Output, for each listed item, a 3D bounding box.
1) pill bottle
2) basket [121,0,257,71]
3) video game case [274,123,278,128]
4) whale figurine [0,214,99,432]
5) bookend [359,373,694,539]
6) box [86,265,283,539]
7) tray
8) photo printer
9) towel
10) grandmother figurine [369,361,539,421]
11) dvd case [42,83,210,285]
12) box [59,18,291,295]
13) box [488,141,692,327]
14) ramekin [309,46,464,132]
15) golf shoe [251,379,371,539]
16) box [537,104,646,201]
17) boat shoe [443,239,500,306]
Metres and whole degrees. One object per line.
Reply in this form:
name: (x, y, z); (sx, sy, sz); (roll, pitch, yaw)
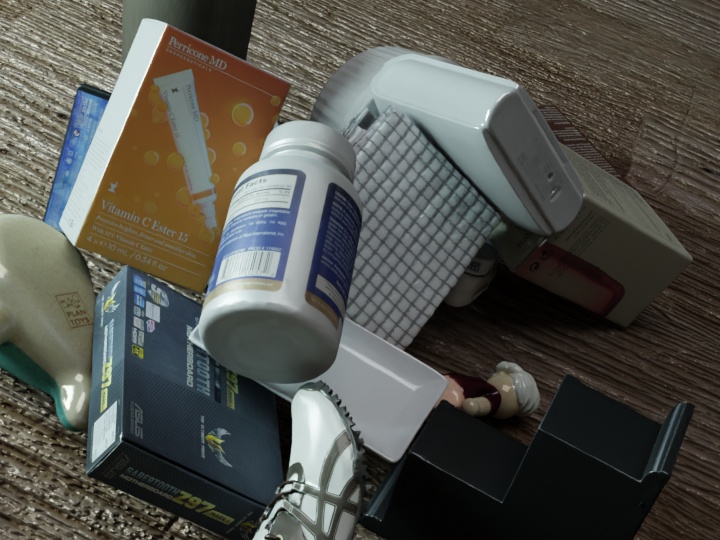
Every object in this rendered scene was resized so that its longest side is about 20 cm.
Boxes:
pill bottle: (-0.057, -0.020, 0.985); (0.110, 0.111, 0.202); (15, 54, -6)
basket: (-0.178, -0.204, 1.226); (0.134, 0.202, 0.181); (10, 24, 0)
video game case: (-0.161, -0.123, 1.334); (0.180, 0.022, 0.201); (1, 41, -23)
whale figurine: (-0.273, 0.053, 1.016); (0.201, 0.104, 0.159); (56, 24, 9)
bookend: (0.124, 0.156, 0.960); (0.199, 0.200, 0.092); (26, 37, 12)
box: (-0.139, 0.106, 0.981); (0.157, 0.051, 0.201); (33, 29, -30)
tray: (-0.034, 0.079, 1.010); (0.199, 0.022, 0.107); (30, 45, 11)
photo printer: (0.103, -0.124, 1.167); (0.070, 0.167, 0.199); (-48, 39, -11)
towel: (0.009, -0.032, 1.135); (0.165, 0.085, 0.201); (42, 74, -18)
grandmother figurine: (0.077, 0.115, 1.104); (0.198, 0.061, 0.121); (1, 20, -31)
dvd case: (-0.193, -0.078, 1.161); (0.198, 0.144, 0.018); (20, 13, 4)
box: (-0.164, -0.101, 1.067); (0.123, 0.202, 0.097); (21, 5, -25)
box: (0.227, -0.043, 1.272); (0.199, 0.109, 0.128); (24, 26, -39)
ramekin: (0.032, -0.147, 1.314); (0.201, 0.204, 0.094); (-14, 36, -36)
golf shoe: (-0.042, 0.180, 0.899); (0.093, 0.078, 0.202); (-2, 70, -22)
box: (0.238, -0.113, 1.457); (0.099, 0.075, 0.200); (-6, 42, -30)
boat shoe: (0.116, -0.014, 1.283); (0.071, 0.066, 0.200); (19, 19, 1)
